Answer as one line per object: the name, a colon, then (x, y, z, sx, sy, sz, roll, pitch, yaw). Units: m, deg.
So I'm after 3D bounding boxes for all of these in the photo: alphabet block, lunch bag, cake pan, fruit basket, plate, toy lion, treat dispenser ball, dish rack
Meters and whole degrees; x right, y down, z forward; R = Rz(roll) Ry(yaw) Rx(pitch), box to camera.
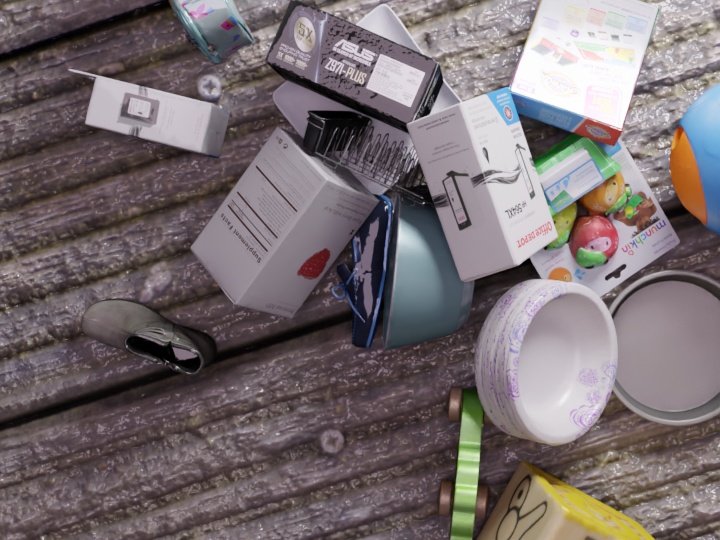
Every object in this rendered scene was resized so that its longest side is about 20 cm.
alphabet block: (0.251, 0.387, 1.491, 0.195, 0.195, 0.201, 29, 94, -11)
lunch bag: (-0.218, -0.370, 1.568, 0.077, 0.160, 0.201, -28, 82, 0)
cake pan: (0.409, 0.100, 1.566, 0.198, 0.037, 0.202, 0, 90, 6)
fruit basket: (0.292, -0.068, 1.549, 0.184, 0.094, 0.201, -32, 95, -1)
plate: (0.016, -0.216, 1.606, 0.200, 0.032, 0.200, -38, 88, 5)
toy lion: (0.134, 0.255, 1.517, 0.068, 0.192, 0.202, 6, 90, 5)
treat dispenser ball: (0.482, -0.137, 1.476, 0.199, 0.201, 0.203, 0, 90, 6)
dish rack: (0.034, -0.137, 1.502, 0.199, 0.153, 0.055, 28, 108, 18)

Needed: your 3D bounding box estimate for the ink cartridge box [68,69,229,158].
ink cartridge box: (-0.285, -0.206, 1.594, 0.198, 0.116, 0.067, 14, 93, 6)

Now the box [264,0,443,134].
box: (-0.003, -0.250, 1.510, 0.199, 0.164, 0.087, 24, 93, 6)

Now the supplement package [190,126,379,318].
supplement package: (-0.097, -0.058, 1.539, 0.200, 0.121, 0.120, -53, 56, 15)

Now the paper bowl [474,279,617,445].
paper bowl: (0.223, 0.111, 1.509, 0.199, 0.104, 0.203, -3, 95, -37)

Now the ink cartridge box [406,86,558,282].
ink cartridge box: (0.151, -0.105, 1.450, 0.084, 0.146, 0.201, -17, 96, 33)

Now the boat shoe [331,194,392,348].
boat shoe: (0.000, 0.000, 1.586, 0.068, 0.084, 0.202, 6, 85, 1)

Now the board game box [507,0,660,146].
board game box: (0.282, -0.272, 1.533, 0.152, 0.040, 0.201, 20, 66, 5)

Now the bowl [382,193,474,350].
bowl: (0.088, 0.004, 1.522, 0.104, 0.201, 0.203, 5, 91, -1)

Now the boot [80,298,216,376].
boot: (-0.289, 0.085, 1.588, 0.198, 0.131, 0.068, 16, 91, 5)
